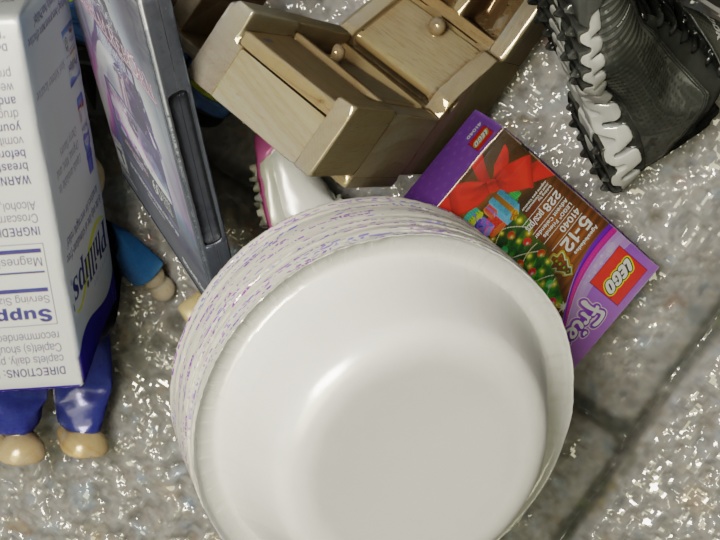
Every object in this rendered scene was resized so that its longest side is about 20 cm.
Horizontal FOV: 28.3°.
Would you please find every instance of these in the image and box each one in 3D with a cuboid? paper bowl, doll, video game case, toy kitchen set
[{"bbox_3d":[0.012,0.072,0.709,0.200,0.104,0.201,-6,112,-16],"label":"paper bowl"},{"bbox_3d":[-0.177,0.019,0.860,0.136,0.048,0.201,-3,117,-22],"label":"doll"},{"bbox_3d":[-0.111,-0.088,0.727,0.019,0.143,0.200,-25,136,-15],"label":"video game case"},{"bbox_3d":[-0.002,-0.163,0.730,0.163,0.200,0.181,40,107,14],"label":"toy kitchen set"}]

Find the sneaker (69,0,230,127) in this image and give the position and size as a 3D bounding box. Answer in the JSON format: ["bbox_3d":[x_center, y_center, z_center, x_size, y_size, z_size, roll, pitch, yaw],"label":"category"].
[{"bbox_3d":[-0.168,-0.119,0.851,0.199,0.071,0.083,12,126,7],"label":"sneaker"}]

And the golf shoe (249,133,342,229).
[{"bbox_3d":[0.000,0.000,0.834,0.091,0.075,0.201,-20,104,7],"label":"golf shoe"}]

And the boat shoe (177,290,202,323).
[{"bbox_3d":[-0.061,0.087,0.829,0.076,0.072,0.201,-25,120,-18],"label":"boat shoe"}]

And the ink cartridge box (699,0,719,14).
[{"bbox_3d":[0.203,-0.189,0.710,0.200,0.067,0.116,29,92,-11],"label":"ink cartridge box"}]

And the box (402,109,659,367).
[{"bbox_3d":[0.052,0.032,0.787,0.137,0.039,0.200,37,96,-29],"label":"box"}]

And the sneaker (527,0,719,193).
[{"bbox_3d":[0.143,-0.117,0.729,0.090,0.200,0.067,-27,59,4],"label":"sneaker"}]

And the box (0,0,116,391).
[{"bbox_3d":[-0.237,-0.043,0.744,0.183,0.105,0.201,-3,114,2],"label":"box"}]
